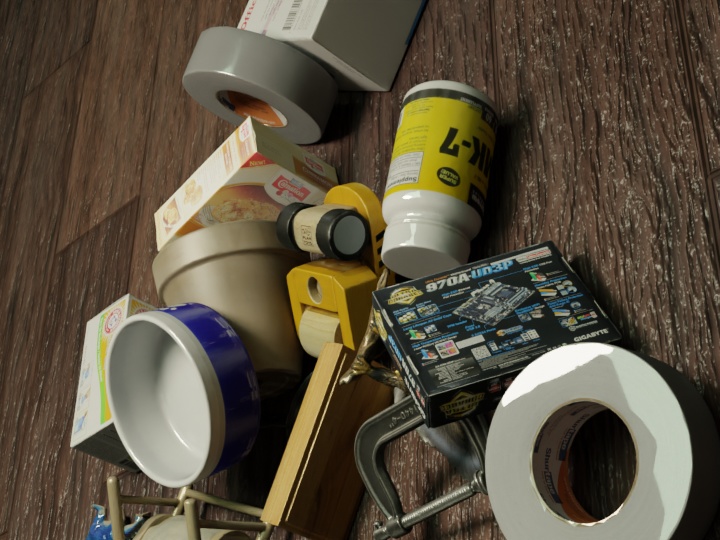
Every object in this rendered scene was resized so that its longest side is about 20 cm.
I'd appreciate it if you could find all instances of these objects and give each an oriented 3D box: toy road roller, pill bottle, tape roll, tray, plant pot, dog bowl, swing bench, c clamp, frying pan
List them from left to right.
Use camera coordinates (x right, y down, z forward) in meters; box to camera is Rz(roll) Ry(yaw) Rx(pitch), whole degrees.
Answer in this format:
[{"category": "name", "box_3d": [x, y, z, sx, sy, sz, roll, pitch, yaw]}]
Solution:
[{"category": "swing bench", "box_3d": [-0.210, 0.353, 1.492, 0.198, 0.129, 0.203, 2, 82, 50]}, {"category": "dog bowl", "box_3d": [-0.206, 0.141, 1.492, 0.199, 0.078, 0.203, 15, 112, 42]}, {"category": "plant pot", "box_3d": [-0.144, 0.059, 1.577, 0.199, 0.199, 0.176, -31, 61, 35]}, {"category": "tape roll", "box_3d": [-0.132, -0.243, 1.720, 0.199, 0.199, 0.067, 5, 69, 52]}, {"category": "frying pan", "box_3d": [-0.069, 0.185, 1.514, 0.190, 0.031, 0.116, -40, 41, 33]}, {"category": "tray", "box_3d": [-0.028, 0.190, 1.402, 0.037, 0.098, 0.202, 6, 72, 50]}, {"category": "toy road roller", "box_3d": [0.000, 0.000, 1.502, 0.122, 0.145, 0.203, 12, 112, 55]}, {"category": "c clamp", "box_3d": [0.068, 0.206, 1.263, 0.200, 0.027, 0.172, -42, 70, 38]}, {"category": "pill bottle", "box_3d": [0.086, -0.097, 1.440, 0.114, 0.114, 0.203, -13, 57, 46]}, {"category": "tape roll", "box_3d": [0.206, 0.166, 1.112, 0.198, 0.066, 0.203, -10, 75, 39]}]

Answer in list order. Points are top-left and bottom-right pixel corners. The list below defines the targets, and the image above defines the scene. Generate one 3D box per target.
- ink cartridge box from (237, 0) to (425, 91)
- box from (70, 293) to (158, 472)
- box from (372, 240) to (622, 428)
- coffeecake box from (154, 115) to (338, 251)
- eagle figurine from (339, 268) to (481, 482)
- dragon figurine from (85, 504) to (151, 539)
[{"category": "ink cartridge box", "box_3d": [-0.043, -0.337, 1.732, 0.199, 0.145, 0.148, 12, 77, 53]}, {"category": "box", "box_3d": [-0.312, 0.153, 1.768, 0.101, 0.112, 0.202, -30, 45, 35]}, {"category": "box", "box_3d": [0.127, 0.057, 1.239, 0.197, 0.046, 0.160, -16, 40, -12]}, {"category": "coffeecake box", "box_3d": [-0.146, -0.080, 1.681, 0.200, 0.153, 0.074, -42, 40, 25]}, {"category": "eagle figurine", "box_3d": [0.082, 0.112, 1.323, 0.198, 0.151, 0.153, 19, 125, 22]}, {"category": "dragon figurine", "box_3d": [-0.323, 0.359, 1.688, 0.199, 0.059, 0.101, -12, 58, 48]}]
